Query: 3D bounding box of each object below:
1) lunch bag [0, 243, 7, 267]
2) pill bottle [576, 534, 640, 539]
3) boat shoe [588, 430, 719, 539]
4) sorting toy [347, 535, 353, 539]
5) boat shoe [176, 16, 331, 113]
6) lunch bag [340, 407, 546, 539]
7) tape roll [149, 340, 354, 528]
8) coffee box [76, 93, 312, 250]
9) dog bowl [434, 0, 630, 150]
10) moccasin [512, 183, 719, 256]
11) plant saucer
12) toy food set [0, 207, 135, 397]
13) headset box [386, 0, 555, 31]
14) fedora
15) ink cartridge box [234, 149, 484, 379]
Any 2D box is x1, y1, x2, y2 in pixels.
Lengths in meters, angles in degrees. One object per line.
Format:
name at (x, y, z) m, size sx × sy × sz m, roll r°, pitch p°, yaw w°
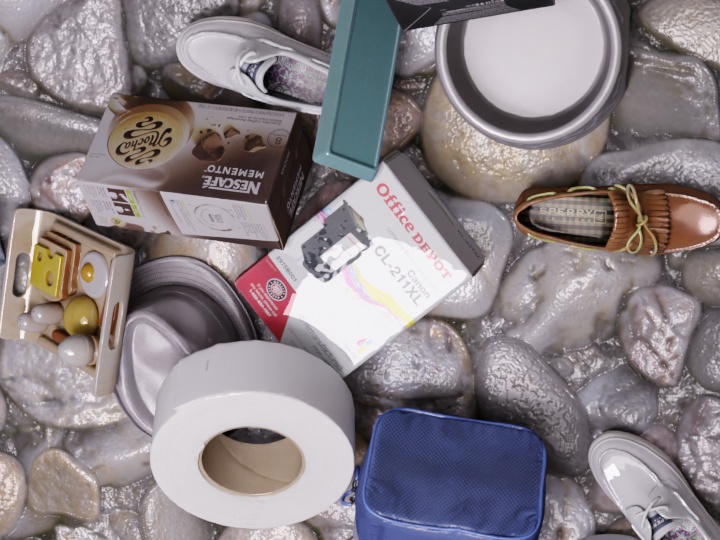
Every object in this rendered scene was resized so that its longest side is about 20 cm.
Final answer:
lunch bag at (-0.449, -0.055, 1.687) m, size 0.126 × 0.200 × 0.171 m, roll -12°, pitch 98°, yaw 14°
pill bottle at (0.248, 0.370, 1.667) m, size 0.110 × 0.111 × 0.202 m, roll -3°, pitch 101°, yaw 13°
boat shoe at (0.297, 0.244, 1.652) m, size 0.072 × 0.069 × 0.201 m, roll -37°, pitch 92°, yaw 16°
sorting toy at (0.023, 0.381, 1.739) m, size 0.198 × 0.070 × 0.200 m, roll -39°, pitch 91°, yaw 16°
boat shoe at (-0.090, -0.194, 1.641) m, size 0.199 × 0.069 × 0.072 m, roll 24°, pitch 105°, yaw 6°
lunch bag at (0.079, 0.231, 1.645) m, size 0.198 × 0.137 × 0.133 m, roll 10°, pitch 140°, yaw 6°
tape roll at (-0.104, 0.161, 1.642) m, size 0.200 × 0.071 × 0.204 m, roll 0°, pitch 133°, yaw 0°
coffee box at (-0.159, -0.097, 1.643) m, size 0.198 × 0.080 × 0.114 m, roll 8°, pitch 59°, yaw 16°
dog bowl at (0.161, -0.211, 1.597) m, size 0.198 × 0.059 × 0.202 m, roll 2°, pitch 101°, yaw 11°
moccasin at (0.245, -0.051, 1.600) m, size 0.200 × 0.078 × 0.074 m, roll 9°, pitch 103°, yaw 10°
plant saucer at (0.004, -0.189, 1.594) m, size 0.069 × 0.019 × 0.202 m, roll 18°, pitch 73°, yaw -30°
toy food set at (-0.303, 0.029, 1.703) m, size 0.199 × 0.060 × 0.145 m, roll 22°, pitch 108°, yaw 45°
headset box at (0.095, -0.335, 1.545) m, size 0.147 × 0.075 × 0.202 m, roll -8°, pitch 69°, yaw 13°
fedora at (-0.195, 0.093, 1.717) m, size 0.175 × 0.090 × 0.202 m, roll -15°, pitch 97°, yaw 15°
ink cartridge box at (0.000, 0.000, 1.661) m, size 0.200 × 0.083 × 0.146 m, roll -39°, pitch 90°, yaw 17°
